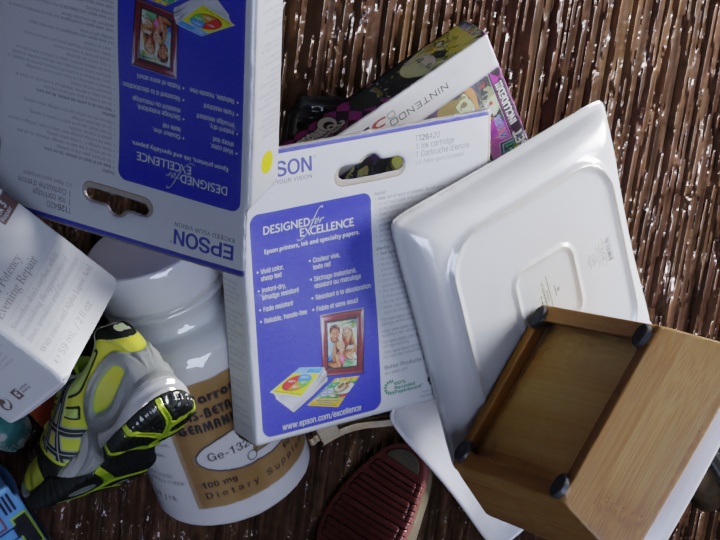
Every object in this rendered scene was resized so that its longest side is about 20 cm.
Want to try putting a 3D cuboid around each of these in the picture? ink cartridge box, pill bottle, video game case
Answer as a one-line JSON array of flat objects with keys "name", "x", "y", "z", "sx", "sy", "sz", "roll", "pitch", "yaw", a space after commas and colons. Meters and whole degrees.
[{"name": "ink cartridge box", "x": -0.141, "y": -0.117, "z": 1.453, "sx": 0.047, "sy": 0.197, "sz": 0.200, "roll": -35, "pitch": 135, "yaw": -52}, {"name": "pill bottle", "x": -0.114, "y": 0.065, "z": 1.588, "sx": 0.114, "sy": 0.114, "sz": 0.200, "roll": -23, "pitch": 119, "yaw": -9}, {"name": "ink cartridge box", "x": 0.000, "y": 0.000, "z": 1.554, "sx": 0.197, "sy": 0.047, "sz": 0.200, "roll": -12, "pitch": 107, "yaw": -30}, {"name": "video game case", "x": 0.041, "y": -0.046, "z": 1.618, "sx": 0.181, "sy": 0.036, "sz": 0.200, "roll": -34, "pitch": 127, "yaw": -13}]

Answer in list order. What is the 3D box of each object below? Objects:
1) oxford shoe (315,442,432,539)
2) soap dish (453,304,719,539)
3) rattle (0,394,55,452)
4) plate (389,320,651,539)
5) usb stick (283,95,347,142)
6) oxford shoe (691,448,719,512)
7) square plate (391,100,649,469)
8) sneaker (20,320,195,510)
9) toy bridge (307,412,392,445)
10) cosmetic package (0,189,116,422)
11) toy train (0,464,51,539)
[{"name": "oxford shoe", "x": 0.007, "y": 0.220, "z": 1.746, "sx": 0.075, "sy": 0.070, "sz": 0.200, "roll": 11, "pitch": 110, "yaw": -53}, {"name": "soap dish", "x": 0.151, "y": 0.101, "z": 1.514, "sx": 0.081, "sy": 0.200, "sz": 0.157, "roll": 34, "pitch": 81, "yaw": -21}, {"name": "rattle", "x": -0.280, "y": 0.042, "z": 1.565, "sx": 0.200, "sy": 0.143, "sz": 0.130, "roll": 6, "pitch": 144, "yaw": -39}, {"name": "plate", "x": 0.131, "y": 0.090, "z": 1.721, "sx": 0.200, "sy": 0.032, "sz": 0.200, "roll": -40, "pitch": 134, "yaw": -3}, {"name": "usb stick", "x": -0.038, "y": -0.025, "z": 1.624, "sx": 0.055, "sy": 0.033, "sz": 0.200, "roll": 2, "pitch": 113, "yaw": -18}, {"name": "oxford shoe", "x": 0.233, "y": 0.137, "z": 1.765, "sx": 0.084, "sy": 0.073, "sz": 0.200, "roll": -28, "pitch": 143, "yaw": 8}, {"name": "square plate", "x": 0.122, "y": 0.012, "z": 1.601, "sx": 0.198, "sy": 0.028, "sz": 0.200, "roll": -30, "pitch": 120, "yaw": -28}, {"name": "sneaker", "x": -0.173, "y": 0.098, "z": 1.536, "sx": 0.075, "sy": 0.076, "sz": 0.200, "roll": -16, "pitch": 163, "yaw": -39}, {"name": "toy bridge", "x": 0.048, "y": 0.075, "z": 1.704, "sx": 0.200, "sy": 0.027, "sz": 0.067, "roll": -31, "pitch": 122, "yaw": -6}, {"name": "cosmetic package", "x": -0.263, "y": -0.007, "z": 1.467, "sx": 0.200, "sy": 0.102, "sz": 0.074, "roll": 39, "pitch": 133, "yaw": -17}, {"name": "toy train", "x": -0.258, "y": 0.227, "z": 1.628, "sx": 0.114, "sy": 0.087, "sz": 0.200, "roll": -33, "pitch": 121, "yaw": -11}]
